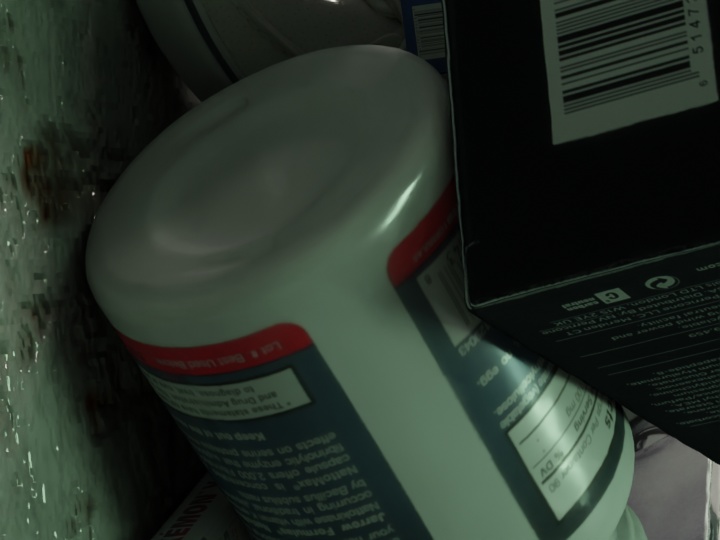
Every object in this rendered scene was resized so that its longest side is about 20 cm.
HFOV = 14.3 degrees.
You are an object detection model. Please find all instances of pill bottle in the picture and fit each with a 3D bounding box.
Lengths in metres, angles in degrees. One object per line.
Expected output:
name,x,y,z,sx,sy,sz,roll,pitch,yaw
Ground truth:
pill bottle,0.014,0.044,0.866,0.200,0.119,0.120,60,25,-30

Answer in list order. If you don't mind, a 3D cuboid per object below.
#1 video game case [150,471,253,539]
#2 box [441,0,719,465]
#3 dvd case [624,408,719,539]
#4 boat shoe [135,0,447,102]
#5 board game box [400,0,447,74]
video game case,-0.042,0.178,0.864,0.182,0.023,0.201,-49,133,-70
box,0.114,-0.041,0.852,0.200,0.107,0.149,31,50,-55
dvd case,0.072,0.109,1.094,0.016,0.148,0.200,48,32,-26
boat shoe,0.009,-0.064,0.944,0.200,0.070,0.071,41,47,-36
board game box,0.048,-0.168,0.920,0.135,0.034,0.201,-17,100,-60
